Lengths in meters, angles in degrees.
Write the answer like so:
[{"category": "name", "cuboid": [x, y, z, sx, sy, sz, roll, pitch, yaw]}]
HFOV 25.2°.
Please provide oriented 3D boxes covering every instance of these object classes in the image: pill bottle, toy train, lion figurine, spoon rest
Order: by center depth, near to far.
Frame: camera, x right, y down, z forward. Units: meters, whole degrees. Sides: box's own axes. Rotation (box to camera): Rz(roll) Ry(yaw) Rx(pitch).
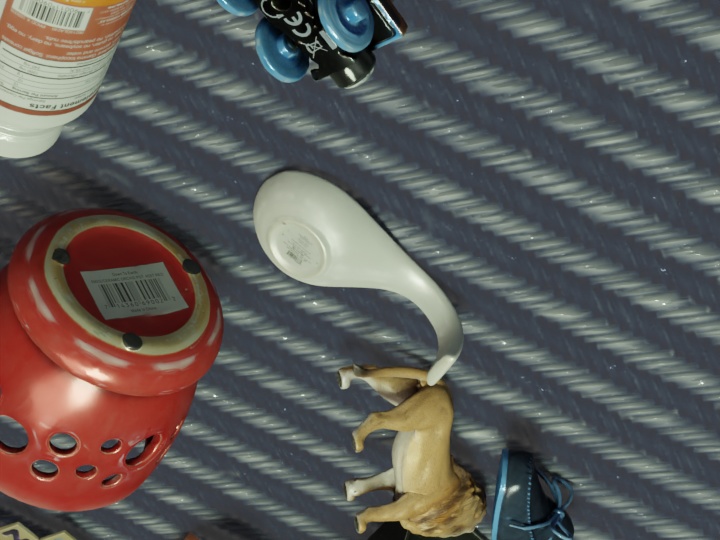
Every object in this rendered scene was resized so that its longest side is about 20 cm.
[{"category": "toy train", "cuboid": [-0.047, -0.210, 1.008, 0.086, 0.115, 0.200, -19, 120, 40]}, {"category": "pill bottle", "cuboid": [-0.224, -0.173, 1.125, 0.112, 0.112, 0.200, 30, 136, -5]}, {"category": "spoon rest", "cuboid": [0.000, 0.000, 1.236, 0.200, 0.061, 0.099, 42, 134, 3]}, {"category": "lion figurine", "cuboid": [0.048, 0.147, 1.328, 0.122, 0.073, 0.201, -10, 127, -12]}]

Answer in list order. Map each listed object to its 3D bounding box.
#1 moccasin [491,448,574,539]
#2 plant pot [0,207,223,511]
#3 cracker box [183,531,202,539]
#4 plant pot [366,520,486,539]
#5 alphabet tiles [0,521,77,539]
[{"category": "moccasin", "cuboid": [0.148, 0.210, 1.354, 0.068, 0.081, 0.200, 6, 147, 13]}, {"category": "plant pot", "cuboid": [-0.219, 0.061, 1.287, 0.200, 0.201, 0.183, 31, 128, -6]}, {"category": "cracker box", "cuboid": [-0.092, 0.343, 1.543, 0.200, 0.058, 0.134, 44, 167, -17]}, {"category": "plant pot", "cuboid": [0.044, 0.355, 1.425, 0.199, 0.200, 0.177, 41, 130, -16]}, {"category": "alphabet tiles", "cuboid": [-0.330, 0.325, 1.673, 0.166, 0.006, 0.200, -21, 132, 23]}]
